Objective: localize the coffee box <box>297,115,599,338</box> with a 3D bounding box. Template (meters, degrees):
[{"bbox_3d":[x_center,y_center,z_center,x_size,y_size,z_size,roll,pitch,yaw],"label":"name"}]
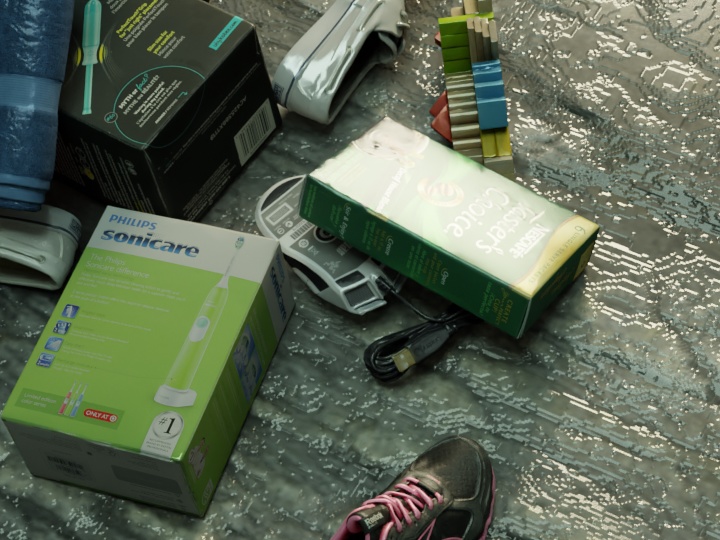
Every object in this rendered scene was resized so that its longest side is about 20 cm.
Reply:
[{"bbox_3d":[0.068,-0.037,1.402,0.200,0.044,0.123,30,41,19],"label":"coffee box"}]

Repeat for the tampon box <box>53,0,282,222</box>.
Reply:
[{"bbox_3d":[-0.193,-0.146,1.507,0.200,0.126,0.150,27,64,25],"label":"tampon box"}]

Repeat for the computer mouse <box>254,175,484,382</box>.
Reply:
[{"bbox_3d":[0.000,0.000,1.425,0.110,0.044,0.200,-39,62,-17],"label":"computer mouse"}]

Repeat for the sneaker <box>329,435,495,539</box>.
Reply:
[{"bbox_3d":[0.022,0.180,1.258,0.079,0.096,0.200,28,61,28],"label":"sneaker"}]

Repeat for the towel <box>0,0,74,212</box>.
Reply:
[{"bbox_3d":[-0.278,-0.147,1.420,0.111,0.049,0.201,6,86,25],"label":"towel"}]

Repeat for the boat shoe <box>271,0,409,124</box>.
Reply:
[{"bbox_3d":[0.008,-0.200,1.558,0.065,0.074,0.200,32,72,17],"label":"boat shoe"}]

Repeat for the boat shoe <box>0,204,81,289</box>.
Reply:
[{"bbox_3d":[-0.326,-0.010,1.471,0.201,0.075,0.086,7,64,5],"label":"boat shoe"}]

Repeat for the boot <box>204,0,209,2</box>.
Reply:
[{"bbox_3d":[-0.175,-0.286,1.531,0.079,0.212,0.158,-23,25,-3],"label":"boot"}]

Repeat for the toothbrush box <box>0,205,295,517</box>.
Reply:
[{"bbox_3d":[-0.153,0.064,1.374,0.145,0.086,0.200,11,57,17],"label":"toothbrush box"}]

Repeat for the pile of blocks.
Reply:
[{"bbox_3d":[0.084,-0.150,1.495,0.062,0.082,0.200,-7,54,3],"label":"pile of blocks"}]
